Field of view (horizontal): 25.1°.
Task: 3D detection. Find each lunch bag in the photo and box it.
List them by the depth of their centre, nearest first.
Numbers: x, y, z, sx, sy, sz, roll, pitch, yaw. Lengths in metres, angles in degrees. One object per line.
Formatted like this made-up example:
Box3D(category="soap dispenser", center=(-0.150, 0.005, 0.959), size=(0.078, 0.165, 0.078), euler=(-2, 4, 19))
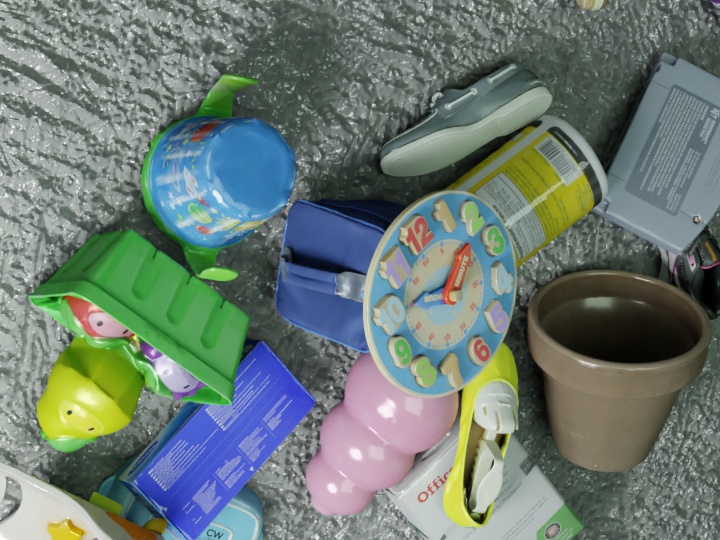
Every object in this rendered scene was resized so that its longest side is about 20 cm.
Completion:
Box3D(category="lunch bag", center=(0.000, 0.000, 1.626), size=(0.132, 0.199, 0.137), euler=(0, 101, -42))

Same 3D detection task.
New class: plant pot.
Box3D(category="plant pot", center=(0.277, 0.120, 1.790), size=(0.199, 0.200, 0.176), euler=(-12, 125, -20))

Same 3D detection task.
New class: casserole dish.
Box3D(category="casserole dish", center=(-0.186, 0.270, 1.694), size=(0.199, 0.039, 0.122), euler=(23, 93, -27))

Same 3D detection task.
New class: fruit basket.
Box3D(category="fruit basket", center=(-0.235, 0.088, 1.579), size=(0.214, 0.155, 0.217), euler=(2, 87, -33))

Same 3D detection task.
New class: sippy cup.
Box3D(category="sippy cup", center=(-0.128, -0.091, 1.563), size=(0.139, 0.130, 0.179), euler=(-30, 100, -25))

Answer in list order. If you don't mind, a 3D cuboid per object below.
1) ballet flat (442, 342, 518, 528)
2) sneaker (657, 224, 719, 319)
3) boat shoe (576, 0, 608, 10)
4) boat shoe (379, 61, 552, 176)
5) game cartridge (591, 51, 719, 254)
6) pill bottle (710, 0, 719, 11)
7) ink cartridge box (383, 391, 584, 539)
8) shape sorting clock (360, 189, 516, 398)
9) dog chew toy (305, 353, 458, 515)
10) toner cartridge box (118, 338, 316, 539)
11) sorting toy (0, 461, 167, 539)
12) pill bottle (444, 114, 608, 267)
Box3D(category="ballet flat", center=(0.136, 0.177, 1.700), size=(0.066, 0.067, 0.201), euler=(10, 96, -22))
Box3D(category="sneaker", center=(0.377, -0.034, 1.833), size=(0.080, 0.086, 0.201), euler=(-26, 109, -17))
Box3D(category="boat shoe", center=(0.213, -0.370, 1.700), size=(0.076, 0.072, 0.201), euler=(-12, 97, -10))
Box3D(category="boat shoe", center=(0.103, -0.161, 1.713), size=(0.199, 0.073, 0.062), euler=(-25, 68, -9))
Box3D(category="game cartridge", center=(0.350, -0.126, 1.787), size=(0.133, 0.040, 0.201), euler=(27, 80, 2))
Box3D(category="pill bottle", center=(0.416, -0.341, 1.764), size=(0.200, 0.111, 0.112), euler=(39, 86, -25))
Box3D(category="ink cartridge box", center=(0.131, 0.257, 1.798), size=(0.146, 0.084, 0.200), euler=(-42, 113, -9))
Box3D(category="shape sorting clock", center=(0.081, 0.023, 1.541), size=(0.199, 0.039, 0.201), euler=(-6, 100, -38))
Box3D(category="dog chew toy", center=(0.014, 0.174, 1.715), size=(0.124, 0.125, 0.200), euler=(34, 96, -26))
Box3D(category="toner cartridge box", center=(-0.145, 0.174, 1.659), size=(0.200, 0.043, 0.095), euler=(-47, 110, -20))
Box3D(category="sorting toy", center=(-0.302, 0.268, 1.593), size=(0.179, 0.107, 0.200), euler=(33, 126, -5))
Box3D(category="pill bottle", center=(0.155, -0.065, 1.716), size=(0.200, 0.114, 0.115), euler=(-37, 114, -11))
